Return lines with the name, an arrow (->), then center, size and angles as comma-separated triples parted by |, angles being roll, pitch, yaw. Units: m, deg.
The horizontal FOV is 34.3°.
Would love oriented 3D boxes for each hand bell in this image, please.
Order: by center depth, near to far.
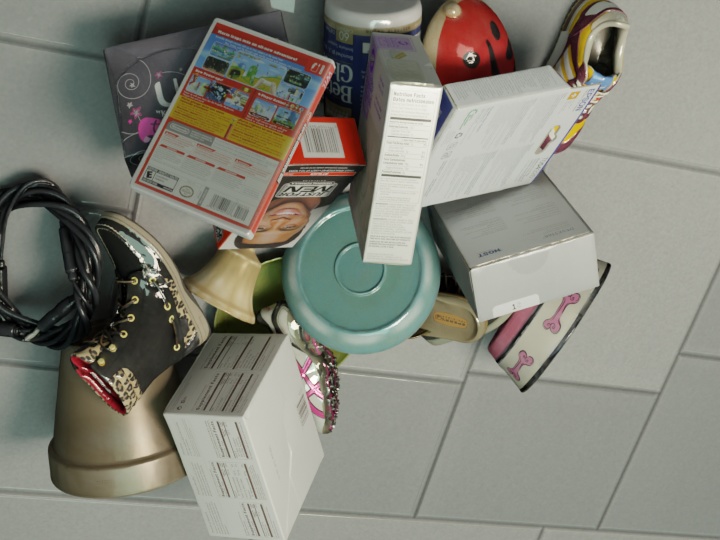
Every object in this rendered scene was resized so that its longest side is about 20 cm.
hand bell -> -0.127, -0.049, 1.404 | 0.103, 0.104, 0.202 | 28, 90, -28

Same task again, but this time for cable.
cable -> -0.375, -0.006, 1.352 | 0.161, 0.051, 0.203 | 18, 107, 13

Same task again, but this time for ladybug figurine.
ladybug figurine -> 0.128, -0.227, 1.333 | 0.136, 0.071, 0.201 | -52, 148, -15

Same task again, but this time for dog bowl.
dog bowl -> 0.238, 0.054, 1.509 | 0.073, 0.200, 0.202 | 34, 110, 4

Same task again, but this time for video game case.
video game case -> -0.128, -0.146, 1.175 | 0.202, 0.141, 0.017 | -65, 164, -12

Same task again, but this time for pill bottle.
pill bottle -> 0.012, -0.211, 1.327 | 0.109, 0.112, 0.203 | -6, 121, -11

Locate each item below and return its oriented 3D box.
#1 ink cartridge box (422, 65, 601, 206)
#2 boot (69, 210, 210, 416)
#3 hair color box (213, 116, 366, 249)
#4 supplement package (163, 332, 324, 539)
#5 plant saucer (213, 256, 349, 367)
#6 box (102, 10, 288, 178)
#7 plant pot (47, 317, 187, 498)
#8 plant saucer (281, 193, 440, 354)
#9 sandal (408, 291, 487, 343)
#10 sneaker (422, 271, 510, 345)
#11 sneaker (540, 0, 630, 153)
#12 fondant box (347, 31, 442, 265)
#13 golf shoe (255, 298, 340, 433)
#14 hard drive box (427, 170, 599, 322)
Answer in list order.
ink cartridge box -> 0.148, -0.152, 1.330 | 0.197, 0.044, 0.197 | -15, 155, -27
boot -> -0.270, 0.050, 1.324 | 0.151, 0.072, 0.202 | -50, 128, -30
hair color box -> -0.084, -0.092, 1.275 | 0.100, 0.062, 0.200 | -3, 158, -29
supplement package -> -0.138, 0.203, 1.435 | 0.109, 0.156, 0.202 | 0, 124, 21
plant saucer -> -0.094, 0.062, 1.513 | 0.196, 0.031, 0.203 | -7, 122, -11
box -> -0.165, -0.181, 1.264 | 0.197, 0.134, 0.115 | -13, 165, -6
plant pot -> -0.298, 0.158, 1.438 | 0.196, 0.200, 0.177 | -9, 107, -9
plant saucer -> 0.000, 0.000, 1.424 | 0.196, 0.027, 0.204 | 0, 80, 2
sandal -> 0.059, 0.057, 1.456 | 0.197, 0.054, 0.081 | 12, 126, 17
sneaker -> 0.115, 0.031, 1.482 | 0.106, 0.076, 0.199 | 32, 141, -25
sneaker -> 0.262, -0.223, 1.398 | 0.074, 0.090, 0.203 | 5, 119, -17
fondant box -> 0.033, -0.129, 1.229 | 0.057, 0.145, 0.203 | 4, 120, -10
golf shoe -> -0.077, 0.123, 1.501 | 0.090, 0.073, 0.203 | -5, 118, 11
hard drive box -> 0.181, -0.040, 1.420 | 0.153, 0.201, 0.078 | -16, 121, -4
